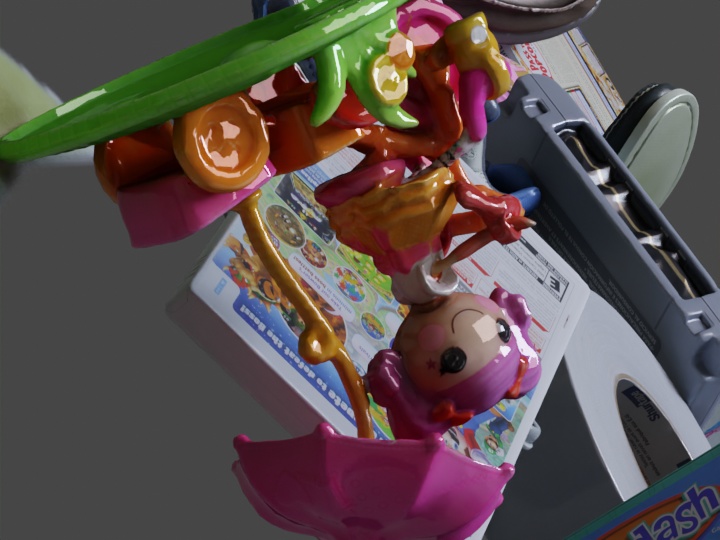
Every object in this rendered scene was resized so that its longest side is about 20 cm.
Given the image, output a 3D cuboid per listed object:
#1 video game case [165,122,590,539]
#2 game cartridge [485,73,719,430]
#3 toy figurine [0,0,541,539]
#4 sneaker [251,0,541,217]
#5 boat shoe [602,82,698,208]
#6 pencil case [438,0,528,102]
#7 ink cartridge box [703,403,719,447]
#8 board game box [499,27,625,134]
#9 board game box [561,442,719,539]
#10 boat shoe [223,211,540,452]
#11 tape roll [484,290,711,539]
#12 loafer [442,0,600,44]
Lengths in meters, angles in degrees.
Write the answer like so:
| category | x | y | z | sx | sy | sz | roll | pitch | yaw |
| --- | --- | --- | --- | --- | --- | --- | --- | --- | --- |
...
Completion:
| category | x | y | z | sx | sy | sz | roll | pitch | yaw |
| --- | --- | --- | --- | --- | --- | --- | --- | --- | --- |
| video game case | 0.013 | 0.011 | 1.062 | 0.143 | 0.018 | 0.200 | 45 | 33 | -9 |
| game cartridge | 0.117 | 0.013 | 1.434 | 0.040 | 0.134 | 0.200 | -10 | 53 | -36 |
| toy figurine | 0.002 | 0.002 | 0.933 | 0.150 | 0.200 | 0.185 | -9 | -73 | 55 |
| sneaker | 0.020 | -0.083 | 1.385 | 0.200 | 0.085 | 0.077 | 49 | 14 | -33 |
| boat shoe | 0.121 | -0.036 | 1.507 | 0.066 | 0.074 | 0.200 | 47 | -37 | 25 |
| pencil case | 0.035 | -0.109 | 1.523 | 0.087 | 0.083 | 0.200 | 61 | 11 | 22 |
| ink cartridge box | 0.224 | 0.142 | 1.478 | 0.146 | 0.144 | 0.200 | 54 | 11 | -12 |
| board game box | 0.105 | -0.121 | 1.709 | 0.152 | 0.046 | 0.200 | 60 | 18 | 7 |
| board game box | 0.122 | 0.159 | 1.002 | 0.045 | 0.152 | 0.200 | 50 | 14 | -33 |
| boat shoe | 0.000 | 0.000 | 1.131 | 0.203 | 0.065 | 0.074 | 61 | 12 | 18 |
| tape roll | 0.117 | 0.109 | 1.273 | 0.200 | 0.066 | 0.201 | 51 | 19 | -26 |
| loafer | 0.054 | -0.179 | 1.569 | 0.199 | 0.071 | 0.073 | 4 | 63 | -22 |
